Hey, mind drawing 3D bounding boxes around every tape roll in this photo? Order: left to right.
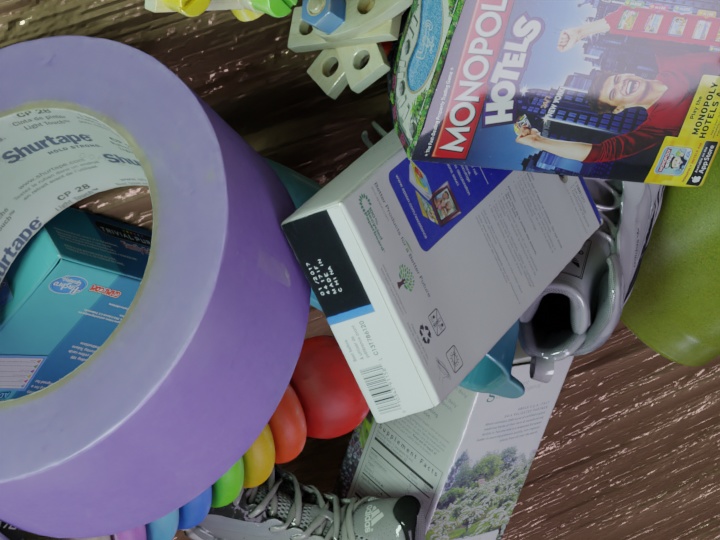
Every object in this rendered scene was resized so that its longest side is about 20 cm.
[{"bbox_3d":[-0.127,0.007,0.932,0.200,0.200,0.085,-38,149,5],"label":"tape roll"}]

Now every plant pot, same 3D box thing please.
[{"bbox_3d":[0.224,-0.049,1.212,0.193,0.201,0.200,-39,149,28],"label":"plant pot"}]

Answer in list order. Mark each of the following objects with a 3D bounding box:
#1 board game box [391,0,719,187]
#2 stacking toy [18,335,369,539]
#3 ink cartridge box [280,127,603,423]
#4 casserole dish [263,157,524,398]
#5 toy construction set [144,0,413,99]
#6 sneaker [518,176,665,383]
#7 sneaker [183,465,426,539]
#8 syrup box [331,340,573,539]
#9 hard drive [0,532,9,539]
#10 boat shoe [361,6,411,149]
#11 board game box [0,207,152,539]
[{"bbox_3d":[0.083,-0.142,0.909,0.198,0.062,0.201,5,121,-24],"label":"board game box"},{"bbox_3d":[-0.079,0.090,1.120,0.199,0.085,0.086,-24,147,-29],"label":"stacking toy"},{"bbox_3d":[0.042,-0.021,0.986,0.039,0.100,0.200,-19,-167,35],"label":"ink cartridge box"},{"bbox_3d":[0.000,0.000,1.077,0.039,0.199,0.121,-60,-179,-11],"label":"casserole dish"},{"bbox_3d":[-0.016,-0.142,0.943,0.132,0.092,0.200,-64,153,-1],"label":"toy construction set"},{"bbox_3d":[0.120,-0.040,1.109,0.115,0.075,0.201,-56,160,-62],"label":"sneaker"},{"bbox_3d":[-0.027,0.131,1.224,0.115,0.075,0.200,-19,129,34],"label":"sneaker"},{"bbox_3d":[0.046,0.115,1.301,0.078,0.081,0.201,-8,125,-44],"label":"syrup box"},{"bbox_3d":[-0.186,0.140,1.027,0.026,0.131,0.200,-55,152,-16],"label":"hard drive"},{"bbox_3d":[0.045,-0.067,1.109,0.062,0.074,0.200,-60,161,-19],"label":"boat shoe"},{"bbox_3d":[-0.170,0.061,1.104,0.200,0.047,0.151,-47,147,18],"label":"board game box"}]
